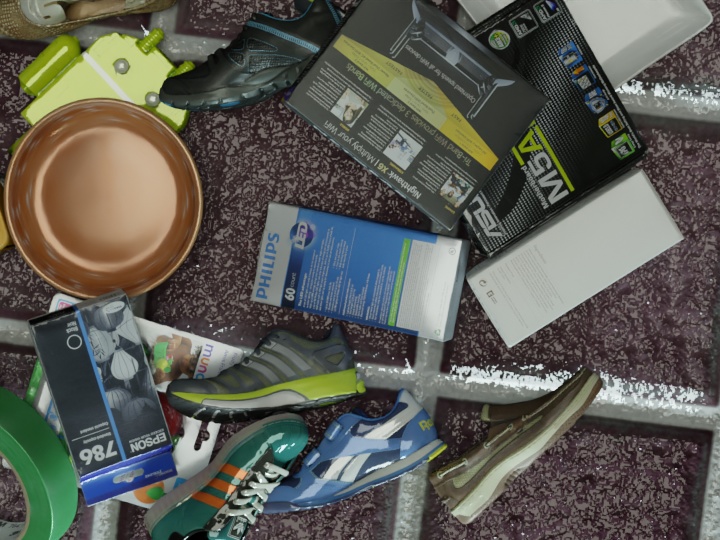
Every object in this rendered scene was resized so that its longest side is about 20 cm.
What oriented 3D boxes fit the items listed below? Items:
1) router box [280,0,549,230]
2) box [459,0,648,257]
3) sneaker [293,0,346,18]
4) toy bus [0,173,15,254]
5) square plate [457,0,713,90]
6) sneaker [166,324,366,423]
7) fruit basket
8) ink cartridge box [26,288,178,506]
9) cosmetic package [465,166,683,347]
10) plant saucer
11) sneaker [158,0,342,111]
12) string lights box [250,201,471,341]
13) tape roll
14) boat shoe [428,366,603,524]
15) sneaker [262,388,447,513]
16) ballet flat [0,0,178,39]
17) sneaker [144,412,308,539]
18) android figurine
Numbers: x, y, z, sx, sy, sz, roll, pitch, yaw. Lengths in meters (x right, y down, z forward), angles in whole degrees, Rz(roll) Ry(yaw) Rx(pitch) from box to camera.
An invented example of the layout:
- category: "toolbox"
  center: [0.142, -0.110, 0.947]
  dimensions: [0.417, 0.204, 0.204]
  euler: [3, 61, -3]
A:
- category: "router box"
  center: [0.051, -0.160, 1.647]
  dimensions: [0.200, 0.052, 0.157]
  euler: [38, 90, -10]
- category: "box"
  center: [0.151, -0.147, 1.712]
  dimensions: [0.193, 0.048, 0.200]
  euler: [-32, 99, -7]
- category: "sneaker"
  center: [-0.007, -0.189, 1.747]
  dimensions: [0.081, 0.074, 0.200]
  euler: [-37, 89, 6]
- category: "toy bus"
  center: [-0.411, -0.105, 1.768]
  dimensions: [0.078, 0.065, 0.200]
  euler: [-28, 92, 5]
- category: "square plate"
  center: [0.215, -0.272, 1.755]
  dimensions: [0.198, 0.028, 0.200]
  euler: [-35, 91, 3]
- category: "sneaker"
  center: [-0.097, 0.102, 1.747]
  dimensions: [0.200, 0.074, 0.081]
  euler: [-6, 76, -22]
- category: "fruit basket"
  center: [-0.239, 0.138, 1.761]
  dimensions: [0.200, 0.094, 0.186]
  euler: [19, 93, -2]
- category: "ink cartridge box"
  center: [-0.246, 0.128, 1.705]
  dimensions: [0.099, 0.039, 0.200]
  euler: [-20, 104, -13]
- category: "cosmetic package"
  center: [0.207, -0.015, 1.729]
  dimensions: [0.200, 0.108, 0.085]
  euler: [-31, 91, 5]
- category: "plant saucer"
  center: [-0.252, -0.071, 1.743]
  dimensions: [0.200, 0.037, 0.201]
  euler: [1, 96, 6]
- category: "sneaker"
  center: [-0.104, -0.206, 1.716]
  dimensions: [0.200, 0.073, 0.082]
  euler: [-13, 90, 10]
- category: "string lights box"
  center: [0.000, 0.000, 1.743]
  dimensions: [0.200, 0.059, 0.103]
  euler: [12, 93, 12]
- category: "tape roll"
  center: [-0.376, 0.203, 1.740]
  dimensions: [0.200, 0.048, 0.201]
  euler: [13, 122, 22]
- category: "boat shoe"
  center: [0.150, 0.161, 1.758]
  dimensions: [0.202, 0.075, 0.075]
  euler: [-45, 85, 4]
- category: "sneaker"
  center: [-0.017, 0.186, 1.766]
  dimensions: [0.200, 0.074, 0.082]
  euler: [-23, 87, 1]
- category: "ballet flat"
  center: [-0.277, -0.278, 1.753]
  dimensions: [0.200, 0.065, 0.071]
  euler: [-14, 85, 2]
- category: "sneaker"
  center: [-0.121, 0.224, 1.726]
  dimensions: [0.200, 0.071, 0.080]
  euler: [-41, 53, 14]
- category: "android figurine"
  center: [-0.255, -0.156, 1.773]
  dimensions: [0.200, 0.041, 0.182]
  euler: [-41, 91, 5]
